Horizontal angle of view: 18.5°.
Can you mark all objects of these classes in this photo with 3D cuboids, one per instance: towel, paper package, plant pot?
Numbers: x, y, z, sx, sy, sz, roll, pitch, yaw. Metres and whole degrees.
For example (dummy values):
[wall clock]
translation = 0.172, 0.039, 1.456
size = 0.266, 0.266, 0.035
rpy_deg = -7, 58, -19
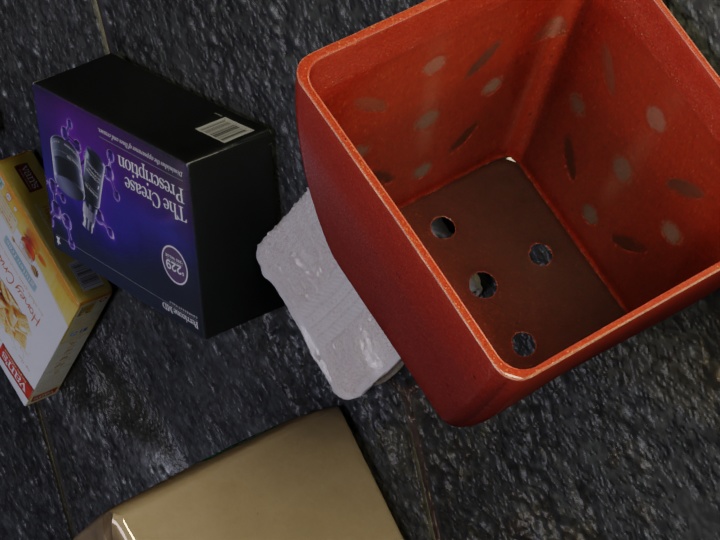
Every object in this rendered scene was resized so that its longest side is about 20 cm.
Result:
[towel]
translation = 0.000, 0.000, 1.452
size = 0.133, 0.034, 0.200
rpy_deg = 59, 146, 11
[paper package]
translation = -0.073, 0.220, 1.540
size = 0.103, 0.200, 0.191
rpy_deg = -29, 86, 58
[plant pot]
translation = 0.084, -0.028, 1.182
size = 0.200, 0.200, 0.176
rpy_deg = 56, 157, 17

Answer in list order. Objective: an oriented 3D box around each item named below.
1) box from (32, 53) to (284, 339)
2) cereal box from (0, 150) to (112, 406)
[box]
translation = -0.147, -0.056, 1.591
size = 0.200, 0.079, 0.141
rpy_deg = 28, 134, 45
[cereal box]
translation = -0.281, 0.010, 1.858
size = 0.144, 0.039, 0.200
rpy_deg = 57, 146, 15
